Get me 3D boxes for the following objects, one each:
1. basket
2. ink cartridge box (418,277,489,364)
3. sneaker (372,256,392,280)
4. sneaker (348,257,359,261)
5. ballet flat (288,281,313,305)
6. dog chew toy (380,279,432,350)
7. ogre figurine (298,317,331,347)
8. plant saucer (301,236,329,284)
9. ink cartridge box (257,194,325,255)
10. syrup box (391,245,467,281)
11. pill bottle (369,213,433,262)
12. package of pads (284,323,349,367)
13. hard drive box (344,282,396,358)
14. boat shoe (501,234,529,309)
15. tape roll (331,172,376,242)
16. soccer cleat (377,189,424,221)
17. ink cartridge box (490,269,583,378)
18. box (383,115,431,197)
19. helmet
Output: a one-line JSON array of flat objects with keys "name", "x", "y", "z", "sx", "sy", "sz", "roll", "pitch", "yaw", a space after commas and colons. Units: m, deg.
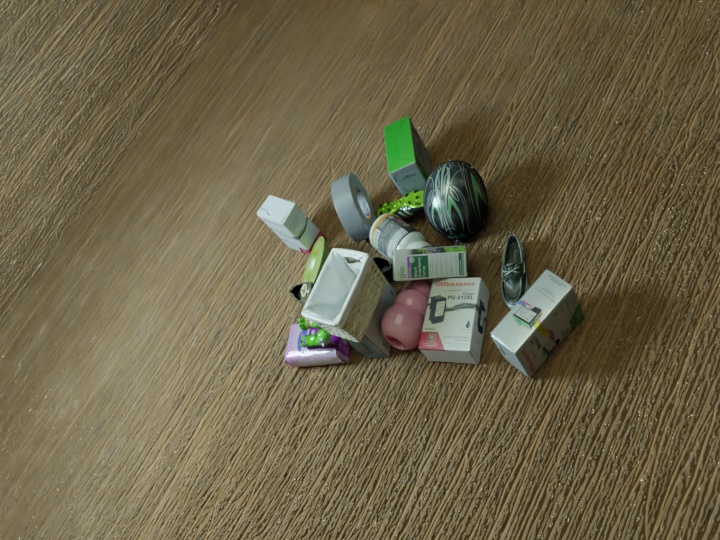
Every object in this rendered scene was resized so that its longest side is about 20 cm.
[{"name": "basket", "x": -0.036, "y": 0.065, "z": 1.461, "sx": 0.133, "sy": 0.123, "sz": 0.204, "roll": 10, "pitch": 66, "yaw": 39}, {"name": "ink cartridge box", "x": 0.243, "y": 0.126, "z": 1.471, "sx": 0.141, "sy": 0.085, "sz": 0.205, "roll": -2, "pitch": 59, "yaw": 32}, {"name": "sneaker", "x": 0.000, "y": 0.000, "z": 1.663, "sx": 0.193, "sy": 0.106, "sz": 0.077, "roll": -12, "pitch": 77, "yaw": 5}, {"name": "sneaker", "x": -0.065, "y": 0.051, "z": 1.740, "sx": 0.201, "sy": 0.077, "sz": 0.079, "roll": -48, "pitch": 60, "yaw": 1}, {"name": "ballet flat", "x": -0.179, "y": 0.064, "z": 1.715, "sx": 0.199, "sy": 0.045, "sz": 0.070, "roll": 177, "pitch": 110, "yaw": -73}, {"name": "dog chew toy", "x": 0.136, "y": 0.109, "z": 1.537, "sx": 0.122, "sy": 0.126, "sz": 0.203, "roll": 10, "pitch": 58, "yaw": 37}, {"name": "ogre figurine", "x": -0.096, "y": 0.127, "z": 1.590, "sx": 0.201, "sy": 0.099, "sz": 0.119, "roll": -47, "pitch": 32, "yaw": -17}, {"name": "plant saucer", "x": -0.140, "y": -0.003, "z": 1.792, "sx": 0.204, "sy": 0.030, "sz": 0.202, "roll": -91, "pitch": 25, "yaw": -47}, {"name": "ink cartridge box", "x": -0.227, "y": -0.147, "z": 1.889, "sx": 0.143, "sy": 0.200, "sz": 0.085, "roll": 21, "pitch": 72, "yaw": 40}, {"name": "syrup box", "x": 0.181, "y": -0.020, "z": 1.526, "sx": 0.192, "sy": 0.081, "sz": 0.082, "roll": -4, "pitch": 93, "yaw": 0}, {"name": "pill bottle", "x": 0.122, "y": -0.075, "z": 1.666, "sx": 0.117, "sy": 0.117, "sz": 0.199, "roll": -47, "pitch": 47, "yaw": -4}, {"name": "package of pads", "x": -0.125, "y": 0.213, "z": 1.668, "sx": 0.194, "sy": 0.076, "sz": 0.124, "roll": -10, "pitch": 58, "yaw": 28}, {"name": "hard drive box", "x": 0.027, "y": 0.116, "z": 1.576, "sx": 0.075, "sy": 0.156, "sz": 0.206, "roll": -8, "pitch": 55, "yaw": 29}, {"name": "boat shoe", "x": 0.387, "y": 0.002, "z": 1.465, "sx": 0.070, "sy": 0.071, "sz": 0.206, "roll": -12, "pitch": 55, "yaw": 26}, {"name": "tape roll", "x": -0.017, "y": -0.195, "z": 1.781, "sx": 0.065, "sy": 0.201, "sz": 0.205, "roll": -22, "pitch": 50, "yaw": 17}, {"name": "soccer cleat", "x": 0.145, "y": -0.189, "z": 1.746, "sx": 0.195, "sy": 0.081, "sz": 0.070, "roll": -15, "pitch": 55, "yaw": 28}, {"name": "ink cartridge box", "x": 0.408, "y": 0.126, "z": 1.318, "sx": 0.200, "sy": 0.145, "sz": 0.084, "roll": -47, "pitch": 47, "yaw": -3}, {"name": "box", "x": 0.151, "y": -0.333, "z": 1.776, "sx": 0.094, "sy": 0.177, "sz": 0.205, "roll": -19, "pitch": 51, "yaw": 21}, {"name": "helmet", "x": 0.263, "y": -0.197, "z": 1.598, "sx": 0.195, "sy": 0.191, "sz": 0.206, "roll": -17, "pitch": 52, "yaw": 23}]
